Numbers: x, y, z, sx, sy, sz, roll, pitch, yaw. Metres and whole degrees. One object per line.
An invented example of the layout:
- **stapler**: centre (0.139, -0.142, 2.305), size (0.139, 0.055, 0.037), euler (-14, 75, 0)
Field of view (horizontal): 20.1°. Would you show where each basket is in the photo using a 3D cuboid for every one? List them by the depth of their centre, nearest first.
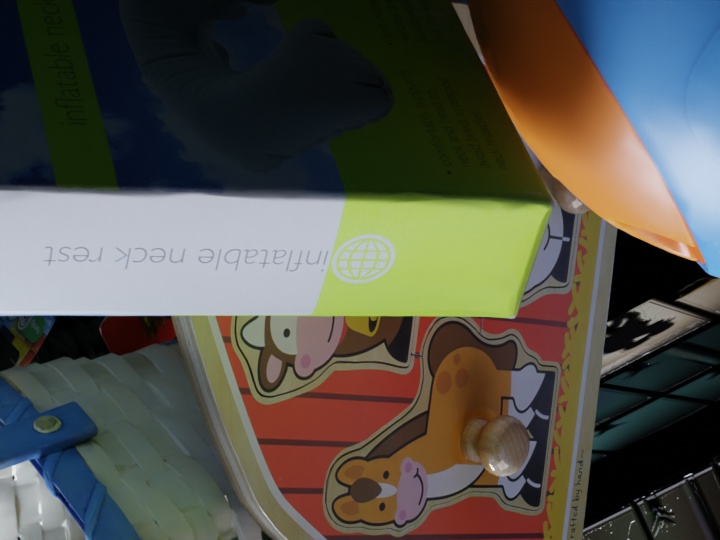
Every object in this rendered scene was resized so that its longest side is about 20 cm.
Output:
- **basket**: centre (-0.105, 0.118, 0.669), size (0.198, 0.139, 0.178), euler (-21, 130, -24)

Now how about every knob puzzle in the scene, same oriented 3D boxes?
- **knob puzzle**: centre (0.022, 0.013, 0.654), size (0.218, 0.222, 0.030), euler (-10, -167, -44)

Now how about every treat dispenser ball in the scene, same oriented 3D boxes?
- **treat dispenser ball**: centre (0.127, -0.095, 0.564), size (0.199, 0.202, 0.201), euler (-22, 165, -6)

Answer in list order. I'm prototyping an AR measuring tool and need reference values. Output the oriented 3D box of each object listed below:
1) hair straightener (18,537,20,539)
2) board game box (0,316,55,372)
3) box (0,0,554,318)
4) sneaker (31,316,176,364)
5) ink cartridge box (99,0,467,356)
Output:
- **hair straightener**: centre (-0.112, 0.091, 0.911), size (0.199, 0.041, 0.077), euler (-29, 164, -21)
- **board game box**: centre (-0.184, 0.040, 0.635), size (0.166, 0.056, 0.200), euler (-57, 164, -13)
- **box**: centre (-0.062, -0.041, 0.535), size (0.198, 0.122, 0.048), euler (1, 130, -21)
- **sneaker**: centre (-0.125, 0.030, 0.895), size (0.079, 0.076, 0.199), euler (-43, 167, 28)
- **ink cartridge box**: centre (0.000, 0.000, 0.776), size (0.200, 0.047, 0.161), euler (-46, 154, -18)
